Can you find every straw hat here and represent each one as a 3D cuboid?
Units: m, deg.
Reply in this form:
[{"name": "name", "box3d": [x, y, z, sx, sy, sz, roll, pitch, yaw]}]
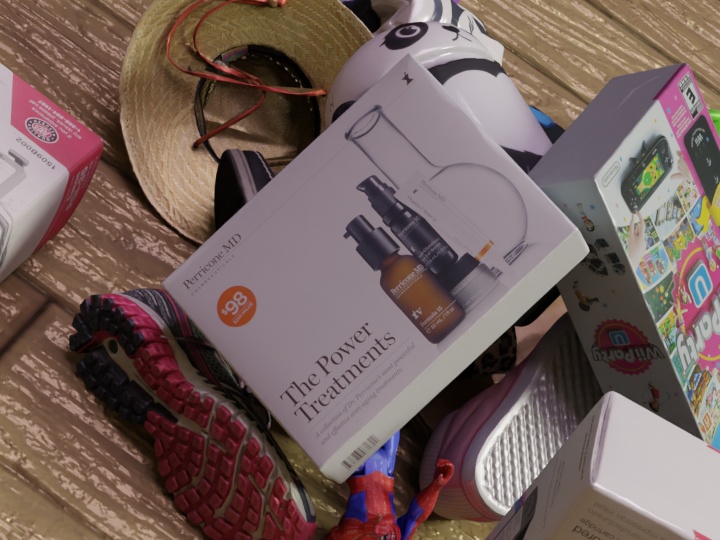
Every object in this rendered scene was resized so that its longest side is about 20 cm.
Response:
[{"name": "straw hat", "box3d": [-0.070, -0.104, 1.639, 0.200, 0.202, 0.085, 33, -7, 0]}]

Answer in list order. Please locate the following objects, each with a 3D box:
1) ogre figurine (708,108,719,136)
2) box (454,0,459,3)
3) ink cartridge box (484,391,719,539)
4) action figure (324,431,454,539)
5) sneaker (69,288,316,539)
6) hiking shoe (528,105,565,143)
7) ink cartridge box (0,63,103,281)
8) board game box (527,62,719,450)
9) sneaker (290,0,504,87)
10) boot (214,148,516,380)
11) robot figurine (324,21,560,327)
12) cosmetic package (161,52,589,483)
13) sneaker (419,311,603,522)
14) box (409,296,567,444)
[{"name": "ogre figurine", "box3d": [0.215, -0.060, 1.741, 0.097, 0.121, 0.200, 8, 21, 14]}, {"name": "box", "box3d": [-0.025, -0.270, 1.902, 0.136, 0.039, 0.201, -5, 51, -39]}, {"name": "ink cartridge box", "box3d": [0.150, 0.187, 1.389, 0.147, 0.200, 0.086, 27, 38, -8]}, {"name": "action figure", "box3d": [0.015, 0.103, 1.426, 0.065, 0.099, 0.202, 4, 76, -27]}, {"name": "sneaker", "box3d": [-0.087, 0.082, 1.429, 0.074, 0.081, 0.200, -13, 56, -47]}, {"name": "hiking shoe", "box3d": [0.081, -0.088, 1.764, 0.199, 0.075, 0.087, 8, 35, -44]}, {"name": "ink cartridge box", "box3d": [-0.268, -0.050, 1.437, 0.146, 0.083, 0.200, 37, 36, 4]}, {"name": "board game box", "box3d": [0.185, -0.003, 1.472, 0.148, 0.064, 0.201, -47, 120, -44]}, {"name": "sneaker", "box3d": [0.019, -0.150, 1.709, 0.129, 0.198, 0.080, 22, 64, -36]}, {"name": "boot", "box3d": [0.000, 0.002, 1.558, 0.153, 0.074, 0.205, -12, 63, -23]}, {"name": "robot figurine", "box3d": [0.060, -0.062, 1.500, 0.124, 0.150, 0.201, -29, 65, -4]}, {"name": "cosmetic package", "box3d": [0.008, -0.002, 1.383, 0.151, 0.200, 0.052, 47, 0, 22]}, {"name": "sneaker", "box3d": [0.111, 0.086, 1.528, 0.075, 0.104, 0.200, 51, 61, -9]}, {"name": "box", "box3d": [0.084, 0.014, 1.623, 0.199, 0.021, 0.164, -23, 61, -24]}]
